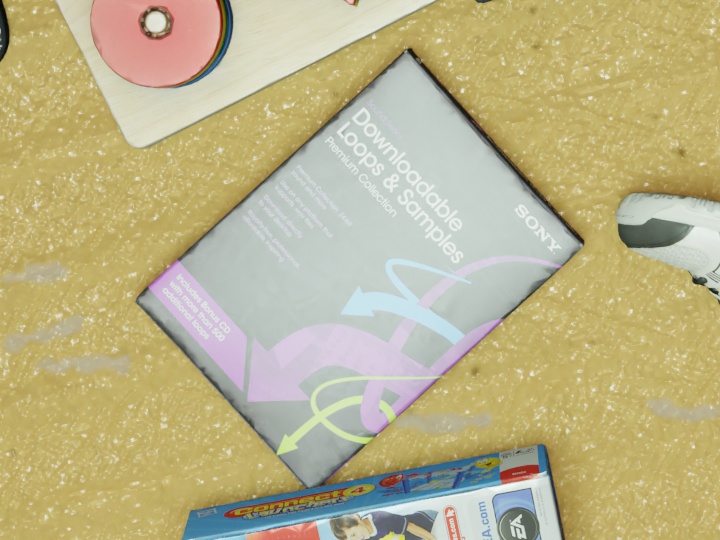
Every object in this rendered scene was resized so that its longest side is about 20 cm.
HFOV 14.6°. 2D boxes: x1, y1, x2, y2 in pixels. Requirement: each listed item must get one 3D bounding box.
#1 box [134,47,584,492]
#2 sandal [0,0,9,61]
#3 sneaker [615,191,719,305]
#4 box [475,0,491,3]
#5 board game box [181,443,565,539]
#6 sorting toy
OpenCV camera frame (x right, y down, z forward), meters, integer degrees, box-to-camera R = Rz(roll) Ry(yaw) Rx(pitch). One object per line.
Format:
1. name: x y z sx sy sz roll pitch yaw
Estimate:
1. box: 0.000 0.000 1.498 0.200 0.036 0.143 -43 92 5
2. sandal: -0.236 -0.199 1.498 0.075 0.045 0.200 -11 109 10
3. sneaker: 0.221 0.020 1.465 0.200 0.076 0.088 20 96 2
4. box: 0.133 -0.254 1.424 0.198 0.123 0.201 -11 96 6
5. board game box: 0.022 0.208 1.489 0.195 0.056 0.201 -10 104 5
6. sorting toy: -0.078 -0.193 1.469 0.200 0.070 0.199 -27 93 5
